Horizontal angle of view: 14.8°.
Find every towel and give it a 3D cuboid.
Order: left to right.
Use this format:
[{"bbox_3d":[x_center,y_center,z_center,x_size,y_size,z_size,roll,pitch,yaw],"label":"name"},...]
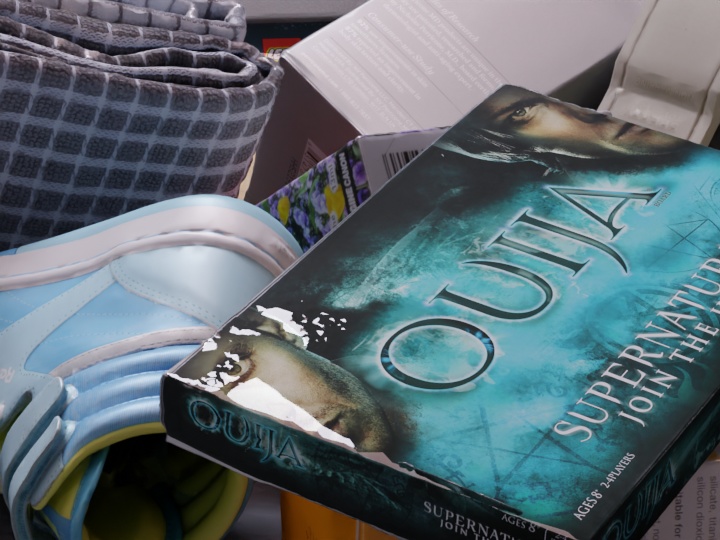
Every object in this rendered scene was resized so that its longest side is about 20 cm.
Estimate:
[{"bbox_3d":[-0.144,-0.028,1.003,0.199,0.166,0.086,4,38,-29],"label":"towel"}]

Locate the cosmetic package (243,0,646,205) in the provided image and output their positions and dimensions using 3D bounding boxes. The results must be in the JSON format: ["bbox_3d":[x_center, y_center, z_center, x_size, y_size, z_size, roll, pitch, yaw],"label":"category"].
[{"bbox_3d":[0.058,-0.077,1.139,0.200,0.107,0.090,-35,68,-31],"label":"cosmetic package"}]

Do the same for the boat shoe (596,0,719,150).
[{"bbox_3d":[0.111,-0.029,1.088,0.073,0.200,0.063,29,-3,38],"label":"boat shoe"}]

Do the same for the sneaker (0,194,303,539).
[{"bbox_3d":[-0.114,0.058,0.913,0.199,0.080,0.131,-23,38,26],"label":"sneaker"}]

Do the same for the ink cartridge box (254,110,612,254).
[{"bbox_3d":[0.000,0.000,1.006,0.109,0.051,0.200,-7,-12,-32],"label":"ink cartridge box"}]

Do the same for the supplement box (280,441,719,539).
[{"bbox_3d":[0.083,0.071,0.852,0.199,0.074,0.126,-3,15,-12],"label":"supplement box"}]

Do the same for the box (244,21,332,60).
[{"bbox_3d":[-0.031,-0.043,1.208,0.199,0.038,0.137,-2,58,-8],"label":"box"}]

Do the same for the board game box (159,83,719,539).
[{"bbox_3d":[0.051,0.014,0.813,0.135,0.028,0.200,20,37,24],"label":"board game box"}]

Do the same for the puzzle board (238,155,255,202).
[{"bbox_3d":[-0.063,-0.020,1.153,0.199,0.017,0.151,-4,59,-12],"label":"puzzle board"}]

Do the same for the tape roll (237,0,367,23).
[{"bbox_3d":[-0.037,-0.132,1.309,0.202,0.037,0.203,-2,3,0],"label":"tape roll"}]
